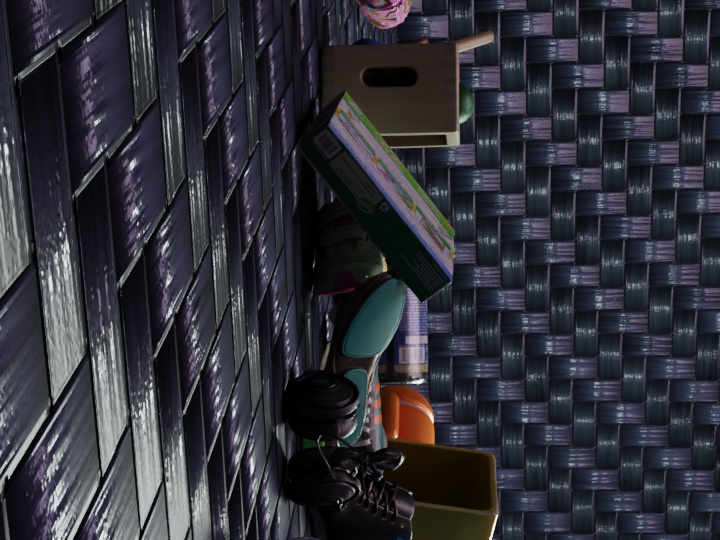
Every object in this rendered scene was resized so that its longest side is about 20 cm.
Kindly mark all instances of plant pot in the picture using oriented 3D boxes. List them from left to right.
[{"bbox_3d":[0.060,0.341,1.865,0.196,0.192,0.203,-75,172,-75],"label":"plant pot"}]

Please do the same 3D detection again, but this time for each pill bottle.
[{"bbox_3d":[0.033,0.047,1.972,0.112,0.110,0.203,22,68,-86],"label":"pill bottle"}]

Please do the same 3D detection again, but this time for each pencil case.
[{"bbox_3d":[0.032,-0.408,2.221,0.200,0.082,0.088,-42,131,-86],"label":"pencil case"}]

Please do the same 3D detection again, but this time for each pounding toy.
[{"bbox_3d":[0.059,-0.221,1.764,0.184,0.197,0.144,11,78,-86],"label":"pounding toy"}]

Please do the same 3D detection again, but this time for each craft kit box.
[{"bbox_3d":[0.022,-0.081,1.554,0.201,0.048,0.198,51,16,-9],"label":"craft kit box"}]

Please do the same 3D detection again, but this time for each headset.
[{"bbox_3d":[-0.020,0.153,1.344,0.200,0.093,0.125,-173,-98,-83],"label":"headset"}]

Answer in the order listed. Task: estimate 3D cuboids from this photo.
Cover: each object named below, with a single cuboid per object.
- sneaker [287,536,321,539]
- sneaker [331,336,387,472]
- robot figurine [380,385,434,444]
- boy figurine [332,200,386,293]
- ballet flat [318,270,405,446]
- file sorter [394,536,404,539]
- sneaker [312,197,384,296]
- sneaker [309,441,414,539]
[{"bbox_3d":[-0.058,0.282,1.051,0.071,0.072,0.201,98,5,-48],"label":"sneaker"},{"bbox_3d":[-0.011,0.144,1.689,0.080,0.070,0.202,69,15,-66],"label":"sneaker"},{"bbox_3d":[0.049,0.251,2.159,0.143,0.116,0.202,36,40,-33],"label":"robot figurine"},{"bbox_3d":[0.000,0.000,1.853,0.201,0.064,0.125,86,5,-47],"label":"boy figurine"},{"bbox_3d":[-0.010,0.080,1.535,0.072,0.067,0.202,42,-55,50],"label":"ballet flat"},{"bbox_3d":[0.047,0.396,1.493,0.202,0.138,0.123,-65,172,6],"label":"file sorter"},{"bbox_3d":[-0.016,-0.033,1.600,0.200,0.080,0.089,-88,169,-72],"label":"sneaker"},{"bbox_3d":[0.001,0.219,1.535,0.201,0.105,0.076,83,7,-57],"label":"sneaker"}]
